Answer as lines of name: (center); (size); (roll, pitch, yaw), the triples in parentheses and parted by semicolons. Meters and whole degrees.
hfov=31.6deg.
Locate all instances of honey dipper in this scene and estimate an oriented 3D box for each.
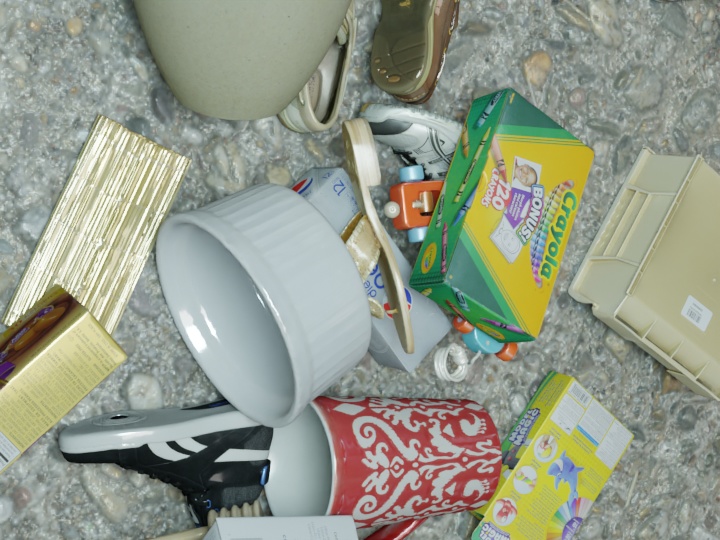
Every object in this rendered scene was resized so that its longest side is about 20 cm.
honey dipper: (-0.182, 0.238, 1.109); (0.198, 0.038, 0.038); (-11, 102, -1)

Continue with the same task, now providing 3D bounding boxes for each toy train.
toy train: (0.083, -0.001, 1.200); (0.149, 0.055, 0.202); (-13, 93, -35)

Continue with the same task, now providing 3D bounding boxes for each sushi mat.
sushi mat: (-0.227, -0.027, 1.103); (0.095, 0.012, 0.201); (27, 83, -30)

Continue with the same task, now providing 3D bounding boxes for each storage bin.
storage bin: (0.354, 0.006, 1.377); (0.199, 0.094, 0.200); (35, 80, -27)

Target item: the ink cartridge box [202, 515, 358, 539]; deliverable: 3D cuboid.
ink cartridge box: (-0.075, 0.300, 1.119); (0.174, 0.200, 0.084); (5, 49, -29)

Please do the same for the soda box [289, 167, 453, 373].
soda box: (0.000, 0.000, 1.200); (0.068, 0.063, 0.201); (-45, 114, -19)

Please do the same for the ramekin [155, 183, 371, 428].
ramekin: (-0.080, 0.024, 1.090); (0.097, 0.200, 0.202); (-31, 109, -30)

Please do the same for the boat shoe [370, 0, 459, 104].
boat shoe: (0.059, -0.255, 1.209); (0.067, 0.071, 0.202); (28, 72, -61)

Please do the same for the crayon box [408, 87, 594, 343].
crayon box: (0.132, -0.049, 1.169); (0.118, 0.058, 0.202); (31, 68, -29)

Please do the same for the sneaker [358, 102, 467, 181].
sneaker: (0.081, -0.099, 1.228); (0.199, 0.076, 0.088); (19, 94, -24)

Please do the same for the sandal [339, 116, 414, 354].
sandal: (-0.009, -0.024, 1.127); (0.069, 0.078, 0.214); (-12, 95, -8)

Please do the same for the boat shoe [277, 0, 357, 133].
boat shoe: (-0.032, -0.225, 1.157); (0.072, 0.065, 0.202); (7, 92, -29)

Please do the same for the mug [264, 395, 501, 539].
mug: (0.015, 0.191, 1.216); (0.198, 0.178, 0.134); (0, 52, -32)

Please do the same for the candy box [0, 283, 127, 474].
candy box: (-0.289, 0.106, 1.018); (0.200, 0.117, 0.057); (-42, 114, -12)

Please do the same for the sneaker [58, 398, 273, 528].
sneaker: (-0.165, 0.181, 1.127); (0.198, 0.073, 0.113); (-5, 99, -28)

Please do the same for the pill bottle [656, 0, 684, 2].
pill bottle: (0.371, -0.339, 1.285); (0.119, 0.200, 0.121); (-3, 97, -28)

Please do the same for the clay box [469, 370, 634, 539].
clay box: (0.192, 0.221, 1.339); (0.115, 0.047, 0.201); (42, 77, -26)

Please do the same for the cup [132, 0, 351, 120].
cup: (-0.103, -0.212, 1.068); (0.199, 0.200, 0.144); (-8, 125, -27)
